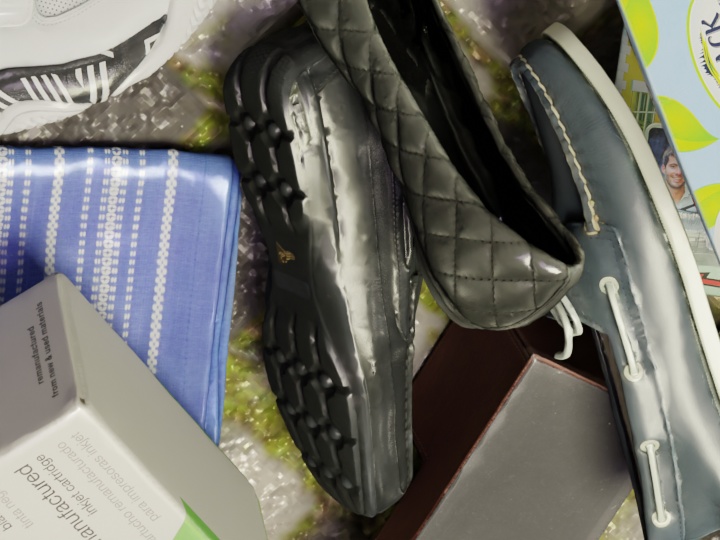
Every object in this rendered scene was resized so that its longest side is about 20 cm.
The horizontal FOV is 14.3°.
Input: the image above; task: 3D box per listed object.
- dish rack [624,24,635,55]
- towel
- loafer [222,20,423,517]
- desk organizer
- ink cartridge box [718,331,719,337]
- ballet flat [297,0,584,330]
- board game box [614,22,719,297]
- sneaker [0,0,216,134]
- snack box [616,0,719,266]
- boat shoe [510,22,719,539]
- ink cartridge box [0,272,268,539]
[{"bbox_3d":[0.193,-0.032,1.032,0.153,0.055,0.200,-15,90,11],"label":"dish rack"},{"bbox_3d":[-0.146,0.021,1.081,0.200,0.024,0.145,0,116,-16],"label":"towel"},{"bbox_3d":[0.000,0.000,1.085,0.070,0.068,0.201,-23,119,-29],"label":"loafer"},{"bbox_3d":[0.035,0.110,1.149,0.072,0.077,0.200,24,108,-25],"label":"desk organizer"},{"bbox_3d":[0.246,0.029,1.166,0.146,0.085,0.200,33,106,-28],"label":"ink cartridge box"},{"bbox_3d":[0.025,-0.075,1.017,0.057,0.066,0.200,-27,84,36],"label":"ballet flat"},{"bbox_3d":[0.193,-0.049,1.078,0.200,0.029,0.135,9,101,7],"label":"board game box"},{"bbox_3d":[-0.150,-0.103,0.985,0.200,0.075,0.115,-23,120,-5],"label":"sneaker"},{"bbox_3d":[0.192,-0.098,0.969,0.200,0.068,0.169,-22,91,11],"label":"snack box"},{"bbox_3d":[0.094,0.008,1.054,0.062,0.075,0.200,-24,104,1],"label":"boat shoe"},{"bbox_3d":[-0.151,0.115,1.070,0.200,0.084,0.146,-31,128,10],"label":"ink cartridge box"}]
